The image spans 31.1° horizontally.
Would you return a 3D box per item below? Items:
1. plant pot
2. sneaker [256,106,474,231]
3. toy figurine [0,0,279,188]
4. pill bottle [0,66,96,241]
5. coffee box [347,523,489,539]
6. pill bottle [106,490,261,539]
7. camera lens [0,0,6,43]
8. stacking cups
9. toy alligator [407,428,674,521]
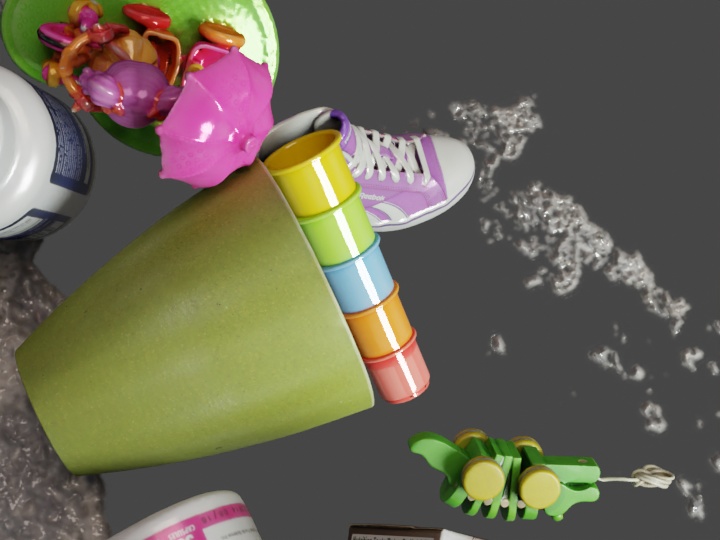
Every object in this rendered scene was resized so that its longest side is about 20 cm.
[{"bbox_3d":[-0.119,0.052,0.869,0.199,0.187,0.188,-26,74,-7],"label":"plant pot"},{"bbox_3d":[0.006,-0.081,0.976,0.199,0.114,0.073,-12,68,-19],"label":"sneaker"},{"bbox_3d":[-0.132,-0.126,0.844,0.199,0.184,0.151,13,108,-20],"label":"toy figurine"},{"bbox_3d":[-0.248,-0.078,0.856,0.110,0.200,0.112,0,89,0],"label":"pill bottle"},{"bbox_3d":[0.045,0.259,0.761,0.114,0.079,0.201,24,67,-41],"label":"coffee box"},{"bbox_3d":[-0.086,0.250,0.806,0.113,0.113,0.201,-22,73,-21],"label":"pill bottle"},{"bbox_3d":[-0.225,-0.279,0.985,0.159,0.160,0.201,-12,70,-18],"label":"camera lens"},{"bbox_3d":[0.000,0.000,0.919,0.060,0.060,0.201,-37,115,-25],"label":"stacking cups"},{"bbox_3d":[0.127,0.157,0.934,0.198,0.059,0.055,10,106,-10],"label":"toy alligator"}]
